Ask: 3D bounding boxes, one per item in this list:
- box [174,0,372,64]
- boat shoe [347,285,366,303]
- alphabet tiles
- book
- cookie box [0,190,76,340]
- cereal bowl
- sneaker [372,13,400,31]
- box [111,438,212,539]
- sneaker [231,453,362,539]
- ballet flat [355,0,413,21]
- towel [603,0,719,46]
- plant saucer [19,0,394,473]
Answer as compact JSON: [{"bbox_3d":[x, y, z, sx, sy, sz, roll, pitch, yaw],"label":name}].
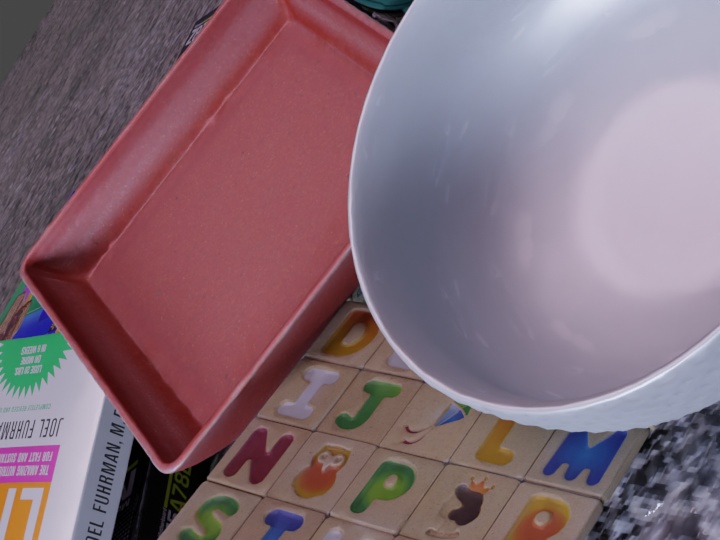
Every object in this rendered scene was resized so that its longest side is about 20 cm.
[{"bbox_3d":[-0.073,-0.085,0.912,0.200,0.049,0.162,-15,51,63],"label":"box"},{"bbox_3d":[0.000,0.000,0.781,0.063,0.073,0.200,-47,22,15],"label":"boat shoe"},{"bbox_3d":[0.019,0.067,0.593,0.166,0.006,0.200,8,48,43],"label":"alphabet tiles"},{"bbox_3d":[-0.175,0.133,0.844,0.133,0.048,0.201,-9,63,42],"label":"book"},{"bbox_3d":[-0.182,0.007,1.184,0.200,0.075,0.172,-19,40,57],"label":"cookie box"},{"bbox_3d":[0.095,-0.038,0.563,0.199,0.083,0.201,-19,60,38],"label":"cereal bowl"},{"bbox_3d":[0.036,-0.143,0.917,0.082,0.075,0.201,-32,30,49],"label":"sneaker"},{"bbox_3d":[-0.159,0.171,0.916,0.200,0.047,0.194,-44,21,28],"label":"box"},{"bbox_3d":[0.001,0.093,0.629,0.201,0.080,0.074,-59,18,-15],"label":"sneaker"},{"bbox_3d":[0.048,-0.149,0.712,0.200,0.064,0.076,-178,79,-68],"label":"ballet flat"},{"bbox_3d":[0.175,-0.175,0.640,0.200,0.085,0.166,-48,28,34],"label":"towel"},{"bbox_3d":[-0.052,-0.029,0.738,0.200,0.037,0.200,-51,40,3],"label":"plant saucer"}]
